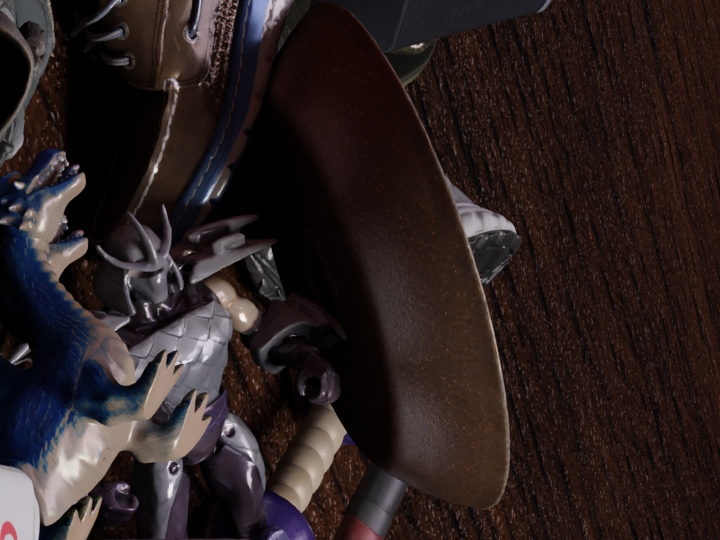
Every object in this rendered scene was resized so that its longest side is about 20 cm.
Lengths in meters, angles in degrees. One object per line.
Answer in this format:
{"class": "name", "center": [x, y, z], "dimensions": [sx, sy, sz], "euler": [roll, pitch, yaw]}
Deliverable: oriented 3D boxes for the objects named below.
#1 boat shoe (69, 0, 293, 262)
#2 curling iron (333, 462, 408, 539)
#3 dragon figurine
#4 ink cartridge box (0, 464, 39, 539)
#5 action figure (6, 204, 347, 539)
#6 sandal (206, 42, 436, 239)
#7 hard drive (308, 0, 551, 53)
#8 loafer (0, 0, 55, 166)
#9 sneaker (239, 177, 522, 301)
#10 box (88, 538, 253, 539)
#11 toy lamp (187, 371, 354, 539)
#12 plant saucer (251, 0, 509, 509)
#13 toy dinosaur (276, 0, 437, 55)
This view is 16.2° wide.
{"class": "boat shoe", "center": [-0.071, -0.095, 0.954], "dimensions": [0.072, 0.072, 0.201], "euler": [0, -111, 67]}
{"class": "curling iron", "center": [0.002, 0.124, 1.157], "dimensions": [0.050, 0.025, 0.201], "euler": [54, 51, -52]}
{"class": "dragon figurine", "center": [-0.116, 0.060, 0.812], "dimensions": [0.201, 0.099, 0.059], "euler": [-65, 155, -18]}
{"class": "ink cartridge box", "center": [-0.158, 0.114, 0.630], "dimensions": [0.200, 0.083, 0.147], "euler": [28, 60, -70]}
{"class": "action figure", "center": [-0.060, 0.066, 0.920], "dimensions": [0.129, 0.069, 0.201], "euler": [-24, 120, -22]}
{"class": "sandal", "center": [-0.035, -0.078, 1.096], "dimensions": [0.080, 0.057, 0.201], "euler": [45, 48, -7]}
{"class": "hard drive", "center": [0.060, -0.175, 0.968], "dimensions": [0.134, 0.042, 0.201], "euler": [-19, 142, -45]}
{"class": "loafer", "center": [-0.129, -0.049, 0.781], "dimensions": [0.200, 0.062, 0.072], "euler": [-52, 136, -64]}
{"class": "sneaker", "center": [-0.004, -0.019, 1.179], "dimensions": [0.074, 0.079, 0.200], "euler": [-52, 156, 17]}
{"class": "box", "center": [-0.080, 0.221, 0.840], "dimensions": [0.201, 0.096, 0.177], "euler": [-70, 151, -51]}
{"class": "toy lamp", "center": [-0.031, 0.093, 1.082], "dimensions": [0.200, 0.058, 0.059], "euler": [-54, 137, -65]}
{"class": "plant saucer", "center": [0.000, 0.000, 0.955], "dimensions": [0.200, 0.036, 0.202], "euler": [161, -90, -78]}
{"class": "toy dinosaur", "center": [-0.030, -0.121, 1.043], "dimensions": [0.077, 0.102, 0.201], "euler": [21, -52, 63]}
